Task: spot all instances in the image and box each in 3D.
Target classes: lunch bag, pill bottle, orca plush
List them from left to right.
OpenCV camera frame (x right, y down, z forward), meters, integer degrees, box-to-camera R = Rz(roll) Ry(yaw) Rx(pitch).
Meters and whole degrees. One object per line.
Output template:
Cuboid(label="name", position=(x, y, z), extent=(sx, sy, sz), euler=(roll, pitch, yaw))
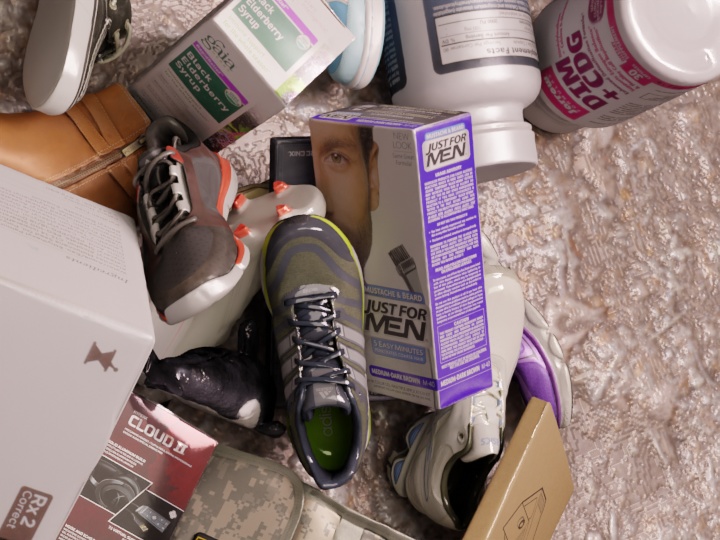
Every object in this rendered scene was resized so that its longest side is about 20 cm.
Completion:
Cuboid(label="orca plush", position=(-0.102, 0.061, 1.346), extent=(0.200, 0.105, 0.072), euler=(32, 77, -57))
Cuboid(label="lunch bag", position=(-0.062, 0.232, 1.368), extent=(0.199, 0.118, 0.165), euler=(27, 74, -9))
Cuboid(label="pill bottle", position=(0.077, -0.172, 1.504), extent=(0.119, 0.119, 0.201), euler=(-6, 83, -25))
Cuboid(label="pill bottle", position=(0.200, -0.176, 1.515), extent=(0.113, 0.200, 0.114), euler=(5, 78, -23))

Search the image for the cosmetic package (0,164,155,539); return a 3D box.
Cuboid(label="cosmetic package", position=(-0.243, 0.042, 1.245), extent=(0.164, 0.200, 0.166), euler=(22, 107, -19))

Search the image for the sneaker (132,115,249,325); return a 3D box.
Cuboid(label="sneaker", position=(-0.130, -0.039, 1.314), extent=(0.077, 0.200, 0.082), euler=(-31, 120, 10))

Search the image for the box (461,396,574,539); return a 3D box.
Cuboid(label="box", position=(0.102, 0.213, 1.432), extent=(0.021, 0.164, 0.201), euler=(20, 67, 22))

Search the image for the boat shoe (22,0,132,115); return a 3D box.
Cuboid(label="boat shoe", position=(-0.193, -0.185, 1.385), extent=(0.063, 0.071, 0.201), euler=(27, 46, -28))

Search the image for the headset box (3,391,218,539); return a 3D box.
Cuboid(label="headset box", position=(-0.183, 0.174, 1.305), extent=(0.077, 0.149, 0.201), euler=(33, 68, -16))

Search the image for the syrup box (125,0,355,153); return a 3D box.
Cuboid(label="syrup box", position=(-0.091, -0.144, 1.378), extent=(0.079, 0.200, 0.081), euler=(48, 65, -10))

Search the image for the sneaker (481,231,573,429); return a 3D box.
Cuboid(label="sneaker", position=(0.093, 0.046, 1.508), extent=(0.083, 0.081, 0.201), euler=(-35, 88, -9))

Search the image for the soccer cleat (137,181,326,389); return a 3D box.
Cuboid(label="soccer cleat", position=(-0.100, 0.009, 1.384), extent=(0.199, 0.069, 0.078), euler=(-33, 117, 11))

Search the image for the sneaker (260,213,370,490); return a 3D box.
Cuboid(label="sneaker", position=(-0.024, 0.059, 1.330), extent=(0.073, 0.081, 0.201), euler=(-11, 110, -2))

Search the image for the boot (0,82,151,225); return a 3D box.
Cuboid(label="boot", position=(-0.230, -0.095, 1.381), extent=(0.155, 0.074, 0.201), euler=(-39, 108, -25))

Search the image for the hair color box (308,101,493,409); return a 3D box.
Cuboid(label="hair color box", position=(0.029, -0.012, 1.365), extent=(0.065, 0.109, 0.201), euler=(-18, 109, -41))

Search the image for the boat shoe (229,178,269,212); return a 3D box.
Cuboid(label="boat shoe", position=(-0.044, -0.043, 1.456), extent=(0.199, 0.072, 0.068), euler=(-19, 96, -19))

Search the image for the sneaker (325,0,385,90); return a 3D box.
Cuboid(label="sneaker", position=(-0.057, -0.233, 1.481), extent=(0.130, 0.080, 0.201), euler=(-2, 72, -26))

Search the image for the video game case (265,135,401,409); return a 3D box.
Cuboid(label="video game case", position=(0.000, 0.000, 1.434), extent=(0.142, 0.019, 0.202), euler=(-3, 103, -20))

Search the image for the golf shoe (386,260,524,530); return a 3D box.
Cuboid(label="golf shoe", position=(0.088, 0.097, 1.427), extent=(0.078, 0.097, 0.201), euler=(5, 110, -26))
